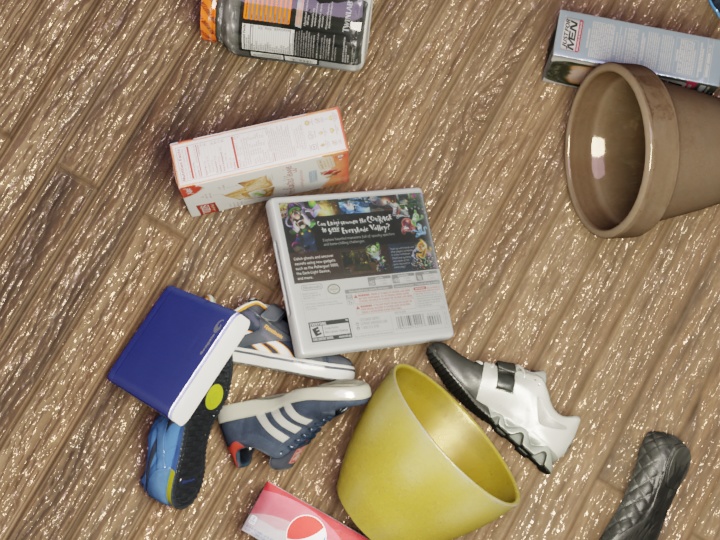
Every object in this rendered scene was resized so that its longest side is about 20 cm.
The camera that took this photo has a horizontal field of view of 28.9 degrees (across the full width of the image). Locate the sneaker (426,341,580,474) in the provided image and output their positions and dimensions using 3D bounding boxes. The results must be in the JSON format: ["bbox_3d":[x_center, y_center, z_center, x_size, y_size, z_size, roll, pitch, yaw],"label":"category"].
[{"bbox_3d":[0.165,0.135,1.604,0.200,0.074,0.089,41,81,-2],"label":"sneaker"}]

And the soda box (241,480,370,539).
[{"bbox_3d":[-0.032,0.312,1.563,0.198,0.070,0.064,29,79,6],"label":"soda box"}]

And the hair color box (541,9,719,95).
[{"bbox_3d":[0.323,-0.249,1.669,0.197,0.099,0.061,12,79,2],"label":"hair color box"}]

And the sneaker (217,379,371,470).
[{"bbox_3d":[-0.068,0.176,1.566,0.198,0.075,0.086,-15,84,32],"label":"sneaker"}]

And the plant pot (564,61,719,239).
[{"bbox_3d":[0.355,-0.140,1.615,0.172,0.200,0.203,-3,77,-18],"label":"plant pot"}]

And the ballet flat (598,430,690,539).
[{"bbox_3d":[0.311,0.277,1.591,0.066,0.057,0.201,39,79,-36],"label":"ballet flat"}]

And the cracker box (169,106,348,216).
[{"bbox_3d":[-0.114,-0.123,1.622,0.197,0.134,0.058,-12,79,-2],"label":"cracker box"}]

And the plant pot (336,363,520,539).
[{"bbox_3d":[0.058,0.225,1.536,0.142,0.200,0.200,-44,81,13],"label":"plant pot"}]

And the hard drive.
[{"bbox_3d":[-0.206,0.090,1.553,0.025,0.199,0.133,38,79,-28],"label":"hard drive"}]

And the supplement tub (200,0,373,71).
[{"bbox_3d":[-0.086,-0.310,1.667,0.197,0.123,0.124,9,78,1],"label":"supplement tub"}]

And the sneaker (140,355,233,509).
[{"bbox_3d":[-0.203,0.165,1.575,0.078,0.066,0.202,22,99,35],"label":"sneaker"}]

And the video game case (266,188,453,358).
[{"bbox_3d":[0.000,0.000,1.606,0.198,0.023,0.184,-6,76,-27],"label":"video game case"}]

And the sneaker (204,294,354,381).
[{"bbox_3d":[-0.099,0.077,1.608,0.197,0.078,0.080,12,82,3],"label":"sneaker"}]

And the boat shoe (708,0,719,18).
[{"bbox_3d":[0.516,-0.367,1.687,0.199,0.069,0.084,-39,81,-9],"label":"boat shoe"}]
